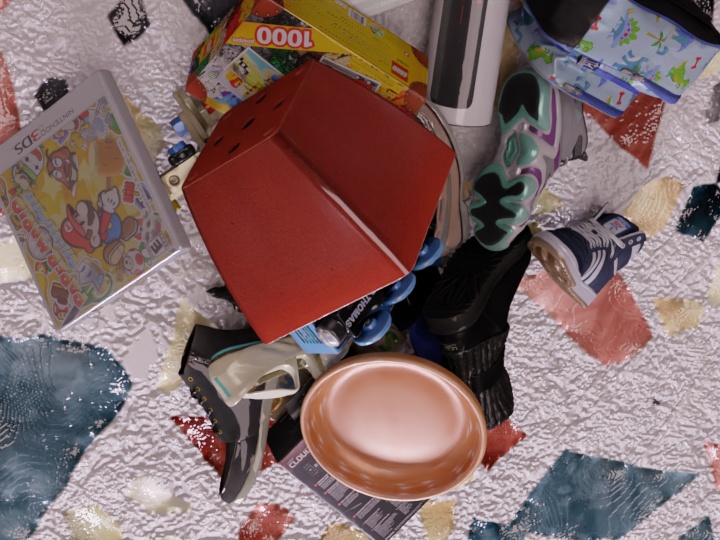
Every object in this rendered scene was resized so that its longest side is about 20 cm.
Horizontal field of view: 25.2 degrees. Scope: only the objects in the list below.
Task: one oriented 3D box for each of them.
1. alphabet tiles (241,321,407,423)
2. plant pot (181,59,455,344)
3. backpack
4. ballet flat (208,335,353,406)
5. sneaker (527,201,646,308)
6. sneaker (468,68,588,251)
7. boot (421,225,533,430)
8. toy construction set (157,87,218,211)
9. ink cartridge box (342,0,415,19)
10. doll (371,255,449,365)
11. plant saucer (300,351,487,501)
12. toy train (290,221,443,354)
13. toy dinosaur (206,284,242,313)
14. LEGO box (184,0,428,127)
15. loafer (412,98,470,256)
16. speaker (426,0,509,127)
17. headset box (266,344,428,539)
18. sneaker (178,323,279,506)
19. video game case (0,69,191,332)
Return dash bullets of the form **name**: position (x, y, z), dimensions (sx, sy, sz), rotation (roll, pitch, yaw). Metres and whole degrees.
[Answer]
- **alphabet tiles**: position (-0.050, 0.084, 1.810), dimensions (0.166, 0.006, 0.200), rotation (35, 98, -23)
- **plant pot**: position (-0.054, -0.083, 1.571), dimensions (0.200, 0.200, 0.176), rotation (-26, 116, 35)
- **backpack**: position (0.260, -0.252, 1.680), dimensions (0.200, 0.183, 0.147), rotation (21, 117, -26)
- **ballet flat**: position (-0.068, 0.096, 1.710), dimensions (0.200, 0.069, 0.070), rotation (-18, 114, -31)
- **sneaker**: position (0.252, -0.032, 1.770), dimensions (0.109, 0.070, 0.200), rotation (-46, 158, 1)
- **sneaker**: position (0.199, -0.115, 1.753), dimensions (0.140, 0.078, 0.200), rotation (0, 112, -49)
- **boot**: position (0.142, 0.060, 1.772), dimensions (0.211, 0.079, 0.158), rotation (-49, 128, -41)
- **toy construction set**: position (-0.207, -0.093, 1.646), dimensions (0.092, 0.131, 0.200), rotation (41, 92, -9)
- **ink cartridge box**: position (0.050, -0.365, 1.621), dimensions (0.200, 0.044, 0.174), rotation (-19, 107, 9)
- **doll**: position (0.059, 0.039, 1.793), dimensions (0.136, 0.048, 0.200), rotation (-43, 113, -22)
- **plant saucer**: position (0.037, 0.161, 1.714), dimensions (0.200, 0.037, 0.200), rotation (5, 127, 7)
- **toy train**: position (0.000, 0.000, 1.671), dimensions (0.087, 0.114, 0.200), rotation (52, 59, -28)
- **toy dinosaur**: position (-0.089, -0.012, 1.725), dimensions (0.200, 0.102, 0.136), rotation (31, 83, -2)
- **LEGO box**: position (-0.053, -0.200, 1.640), dimensions (0.200, 0.077, 0.149), rotation (29, 129, -21)
- **loafer**: position (0.070, -0.092, 1.716), dimensions (0.063, 0.072, 0.200), rotation (-43, 136, -28)
- **speaker**: position (0.113, -0.257, 1.692), dimensions (0.081, 0.081, 0.200), rotation (3, 108, -15)
- **headset box**: position (0.000, 0.193, 1.818), dimensions (0.149, 0.075, 0.200), rotation (-46, 117, 4)
- **sneaker**: position (-0.156, 0.156, 1.772), dimensions (0.106, 0.075, 0.200), rotation (10, 97, -14)
- **video game case**: position (-0.275, -0.067, 1.592), dimensions (0.182, 0.023, 0.200), rotation (-32, 79, 28)
